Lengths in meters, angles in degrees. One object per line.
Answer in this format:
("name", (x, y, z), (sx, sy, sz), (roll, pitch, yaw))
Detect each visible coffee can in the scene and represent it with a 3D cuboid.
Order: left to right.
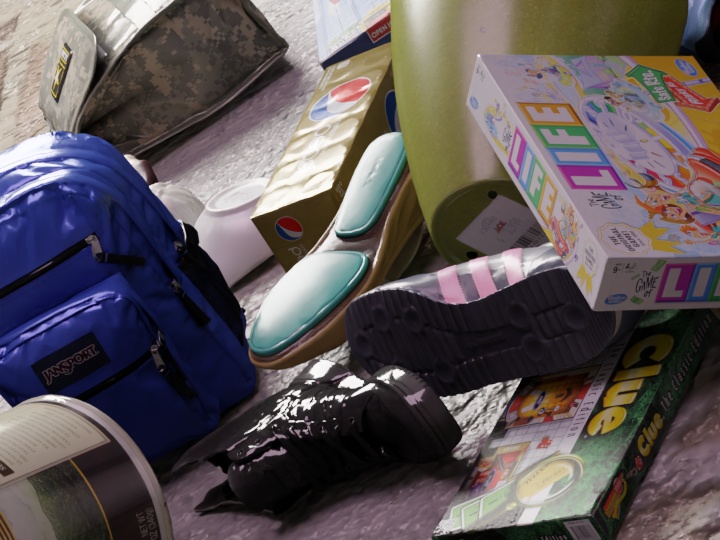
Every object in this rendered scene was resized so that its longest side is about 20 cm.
("coffee can", (-0.217, 0.162, 1.307), (0.146, 0.147, 0.200), (-12, 7, 40))

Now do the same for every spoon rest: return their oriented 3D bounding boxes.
("spoon rest", (-0.111, -0.007, 1.715), (0.200, 0.061, 0.099), (-29, 21, -25))

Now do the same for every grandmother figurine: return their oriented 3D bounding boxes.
("grandmother figurine", (-0.187, -0.034, 1.852), (0.200, 0.061, 0.122), (-3, 65, 45))

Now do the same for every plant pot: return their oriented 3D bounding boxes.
("plant pot", (0.099, -0.095, 1.481), (0.187, 0.187, 0.200), (-20, 41, 29))

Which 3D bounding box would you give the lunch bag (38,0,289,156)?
("lunch bag", (-0.182, -0.174, 2.038), (0.200, 0.118, 0.164), (-41, 25, -2))

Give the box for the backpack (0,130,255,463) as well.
("backpack", (-0.171, 0.021, 1.538), (0.162, 0.200, 0.168), (-31, 23, 4))

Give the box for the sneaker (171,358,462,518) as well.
("sneaker", (-0.027, 0.102, 1.384), (0.104, 0.060, 0.200), (-40, 19, -19))

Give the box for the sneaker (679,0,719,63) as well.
("sneaker", (0.274, -0.197, 1.579), (0.200, 0.078, 0.090), (-42, 37, -1))

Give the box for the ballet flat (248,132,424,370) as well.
("ballet flat", (0.000, 0.000, 1.540), (0.069, 0.063, 0.200), (3, 48, 40))

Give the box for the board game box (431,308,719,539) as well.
("board game box", (0.120, 0.072, 1.297), (0.105, 0.023, 0.200), (-11, 32, 38))

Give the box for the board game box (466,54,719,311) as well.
("board game box", (0.152, -0.050, 1.319), (0.134, 0.034, 0.200), (-2, 36, -20))

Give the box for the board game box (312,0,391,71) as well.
("board game box", (0.041, -0.215, 1.897), (0.200, 0.062, 0.200), (-35, 24, -3))

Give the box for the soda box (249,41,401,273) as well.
("soda box", (-0.006, -0.075, 1.684), (0.068, 0.064, 0.200), (-20, 27, 28))

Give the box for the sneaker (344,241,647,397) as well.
("sneaker", (0.081, 0.022, 1.354), (0.200, 0.070, 0.082), (-7, 18, 44))
